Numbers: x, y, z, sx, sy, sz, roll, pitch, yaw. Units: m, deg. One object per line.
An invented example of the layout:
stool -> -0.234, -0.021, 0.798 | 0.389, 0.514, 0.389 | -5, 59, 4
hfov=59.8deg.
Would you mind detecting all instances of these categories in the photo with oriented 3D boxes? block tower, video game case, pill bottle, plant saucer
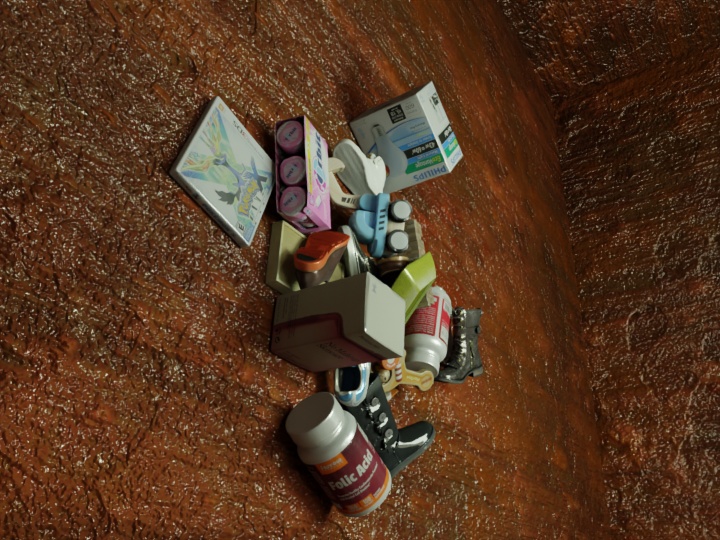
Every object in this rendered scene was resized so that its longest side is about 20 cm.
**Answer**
block tower -> 0.122, -0.009, 1.427 | 0.058, 0.054, 0.202 | 26, 54, -63
video game case -> -0.223, -0.170, 1.073 | 0.182, 0.022, 0.201 | 50, 39, -35
pill bottle -> -0.038, 0.313, 1.071 | 0.201, 0.114, 0.114 | 60, 34, -23
plant saucer -> 0.086, 0.069, 1.294 | 0.048, 0.201, 0.200 | 35, 21, 11
pill bottle -> 0.148, 0.146, 1.453 | 0.112, 0.112, 0.201 | 48, 40, -37

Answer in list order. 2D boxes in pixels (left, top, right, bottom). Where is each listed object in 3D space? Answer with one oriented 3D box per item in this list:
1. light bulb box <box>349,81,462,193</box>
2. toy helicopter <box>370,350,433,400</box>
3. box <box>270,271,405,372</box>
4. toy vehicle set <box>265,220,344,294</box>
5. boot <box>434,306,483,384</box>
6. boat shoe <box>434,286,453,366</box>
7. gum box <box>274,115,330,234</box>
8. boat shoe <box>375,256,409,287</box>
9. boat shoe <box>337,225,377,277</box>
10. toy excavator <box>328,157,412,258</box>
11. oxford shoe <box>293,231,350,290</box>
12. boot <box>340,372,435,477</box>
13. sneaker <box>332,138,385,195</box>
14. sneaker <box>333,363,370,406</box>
light bulb box -> 0.113, -0.316, 1.519 | 0.201, 0.197, 0.125 | 63, 35, -17
toy helicopter -> 0.078, 0.230, 1.322 | 0.199, 0.079, 0.133 | 18, 87, -37
box -> -0.037, 0.095, 1.084 | 0.128, 0.199, 0.110 | 37, 48, -46
toy vehicle set -> -0.100, 0.006, 1.192 | 0.200, 0.026, 0.125 | 37, 47, -46
boot -> 0.233, 0.175, 1.513 | 0.199, 0.069, 0.176 | -7, 95, -49
boat shoe -> 0.195, 0.143, 1.587 | 0.075, 0.060, 0.202 | 4, 74, -32
gum box -> -0.109, -0.175, 1.194 | 0.113, 0.066, 0.202 | 42, 41, -64
boat shoe -> 0.068, 0.016, 1.347 | 0.200, 0.070, 0.071 | 95, -8, -80
boat shoe -> 0.000, 0.000, 1.302 | 0.063, 0.071, 0.201 | -17, 100, -19
toy excavator -> 0.001, -0.129, 1.311 | 0.198, 0.100, 0.196 | 7, 82, -13
oxford shoe -> -0.074, -0.021, 1.176 | 0.200, 0.071, 0.073 | -45, 143, -59
boot -> 0.056, 0.288, 1.249 | 0.165, 0.065, 0.201 | -36, 107, -34
sneaker -> -0.001, -0.242, 1.432 | 0.200, 0.073, 0.116 | 59, 31, -42
sneaker -> -0.015, 0.151, 1.170 | 0.073, 0.071, 0.201 | 66, 22, -64
